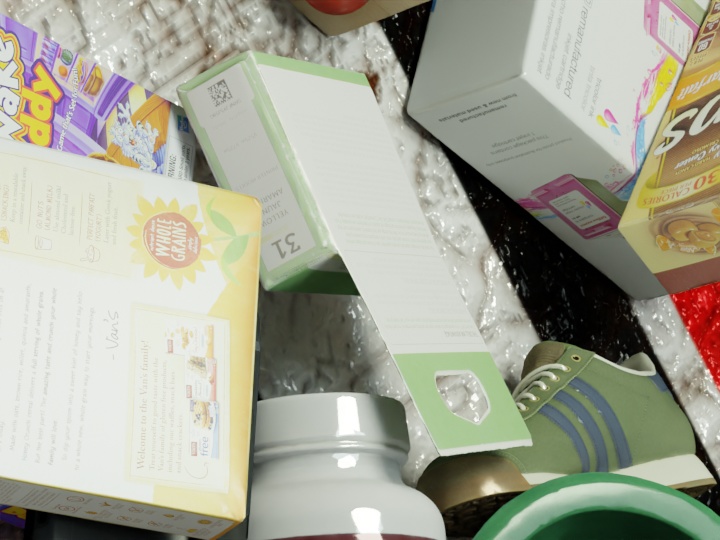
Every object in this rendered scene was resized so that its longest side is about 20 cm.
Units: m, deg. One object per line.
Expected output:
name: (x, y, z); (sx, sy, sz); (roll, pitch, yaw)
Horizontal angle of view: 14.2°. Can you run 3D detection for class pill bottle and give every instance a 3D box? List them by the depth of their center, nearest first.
pill bottle: (-0.015, 0.161, 1.262); (0.113, 0.113, 0.201); (11, 68, -45)

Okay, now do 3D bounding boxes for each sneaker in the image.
sneaker: (0.093, 0.081, 1.453); (0.200, 0.067, 0.090); (1, 64, -44)

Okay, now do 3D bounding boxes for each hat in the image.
hat: (0.106, 0.192, 1.444); (0.199, 0.176, 0.166); (16, 78, -16)

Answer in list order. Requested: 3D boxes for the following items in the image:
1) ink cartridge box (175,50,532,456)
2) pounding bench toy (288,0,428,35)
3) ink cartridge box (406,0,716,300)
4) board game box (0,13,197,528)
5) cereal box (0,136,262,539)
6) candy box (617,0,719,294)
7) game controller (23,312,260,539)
ink cartridge box: (0.000, 0.000, 1.321); (0.201, 0.048, 0.145); (67, 18, 9)
pounding bench toy: (-0.022, -0.232, 1.379); (0.200, 0.124, 0.156); (39, 51, -32)
ink cartridge box: (0.130, -0.097, 1.531); (0.200, 0.084, 0.145); (38, 52, -35)
board game box: (-0.141, 0.004, 1.227); (0.134, 0.045, 0.201); (26, 59, -40)
cereal box: (-0.139, 0.020, 1.146); (0.199, 0.040, 0.144); (13, 66, -22)
candy box: (0.217, -0.085, 1.471); (0.055, 0.115, 0.200); (49, 46, -25)
game controller: (-0.091, 0.083, 1.200); (0.104, 0.042, 0.201); (16, 65, -28)
